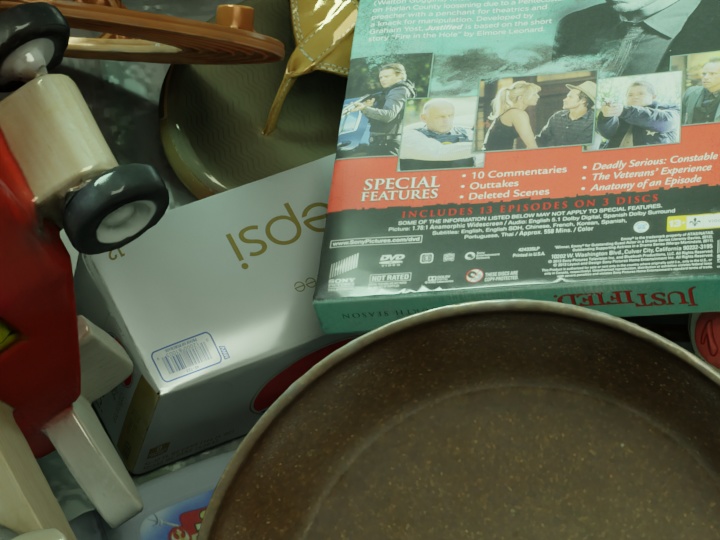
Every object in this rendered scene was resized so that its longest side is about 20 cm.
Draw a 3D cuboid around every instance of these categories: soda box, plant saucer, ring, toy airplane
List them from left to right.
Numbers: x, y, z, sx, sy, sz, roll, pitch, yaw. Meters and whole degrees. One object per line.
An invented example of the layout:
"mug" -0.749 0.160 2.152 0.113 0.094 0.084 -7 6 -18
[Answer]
"toy airplane" -0.133 0.022 0.863 0.141 0.200 0.200 -26 111 -16
"ring" -0.123 -0.088 0.963 0.199 0.200 0.019 5 90 -10
"soda box" 0.000 0.000 1.010 0.199 0.068 0.064 -19 68 -22
"plant saucer" 0.047 0.109 0.868 0.199 0.037 0.201 0 91 11

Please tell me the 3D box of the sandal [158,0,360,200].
"sandal" 0.008 -0.091 1.069 0.200 0.054 0.080 -30 73 -26

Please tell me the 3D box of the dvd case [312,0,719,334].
"dvd case" 0.065 -0.063 0.978 0.145 0.022 0.201 -4 48 13

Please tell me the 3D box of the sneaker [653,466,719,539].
"sneaker" 0.167 0.111 0.938 0.200 0.075 0.106 40 36 -6

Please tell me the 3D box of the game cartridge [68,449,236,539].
"game cartridge" -0.017 0.121 0.959 0.199 0.042 0.134 -14 70 -20

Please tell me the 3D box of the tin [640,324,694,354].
"tin" 0.131 0.109 0.981 0.112 0.042 0.201 -8 63 -41

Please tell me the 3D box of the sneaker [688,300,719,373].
"sneaker" 0.140 -0.004 1.010 0.082 0.078 0.200 8 18 16
